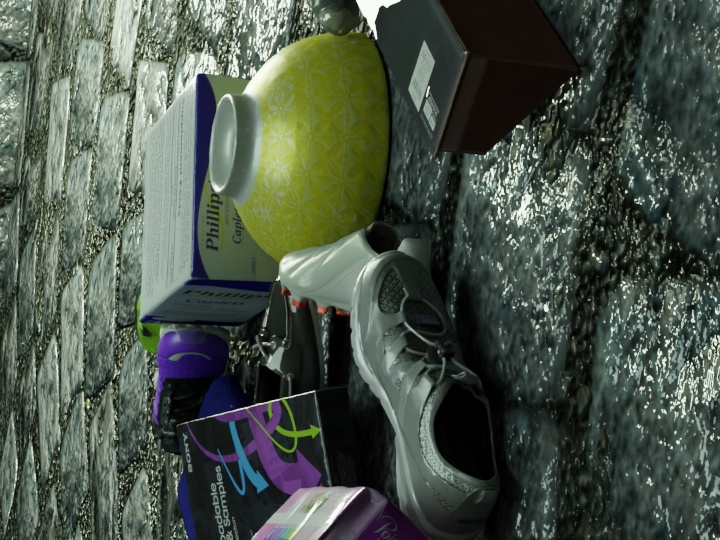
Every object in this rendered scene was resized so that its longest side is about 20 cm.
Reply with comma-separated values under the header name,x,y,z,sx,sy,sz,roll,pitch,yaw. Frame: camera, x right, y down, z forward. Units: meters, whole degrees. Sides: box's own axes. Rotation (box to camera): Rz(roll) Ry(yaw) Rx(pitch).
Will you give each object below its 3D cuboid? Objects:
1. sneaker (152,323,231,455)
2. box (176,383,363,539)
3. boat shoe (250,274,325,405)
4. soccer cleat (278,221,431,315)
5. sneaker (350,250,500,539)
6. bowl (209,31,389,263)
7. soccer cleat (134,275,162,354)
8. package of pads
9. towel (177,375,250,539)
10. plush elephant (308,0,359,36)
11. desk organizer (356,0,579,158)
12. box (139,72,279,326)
name,x,y,z,sx,sy,sz,roll,pitch,yaw
sneaker,-0.163,0.122,1.719,0.200,0.069,0.101,109,164,-65
box,-0.067,0.174,1.380,0.199,0.036,0.145,-19,80,53
boat shoe,-0.064,0.101,1.425,0.067,0.056,0.202,-157,62,-65
soccer cleat,0.000,0.000,1.313,0.200,0.069,0.078,20,99,63
sneaker,0.053,0.072,1.147,0.082,0.074,0.202,-48,52,50
bowl,-0.060,-0.095,1.434,0.200,0.106,0.203,-175,90,-70
soccer cleat,-0.194,-0.013,1.881,0.081,0.067,0.202,-93,13,-79
package of pads,0.002,0.200,1.144,0.076,0.120,0.200,-47,6,-15
towel,-0.112,0.198,1.612,0.200,0.049,0.149,-126,52,-63
plush elephant,-0.036,-0.275,1.328,0.201,0.164,0.155,-52,4,18
desk organizer,0.064,-0.151,1.139,0.201,0.076,0.072,-111,32,-52
box,-0.126,-0.057,1.618,0.200,0.104,0.186,149,124,-67
